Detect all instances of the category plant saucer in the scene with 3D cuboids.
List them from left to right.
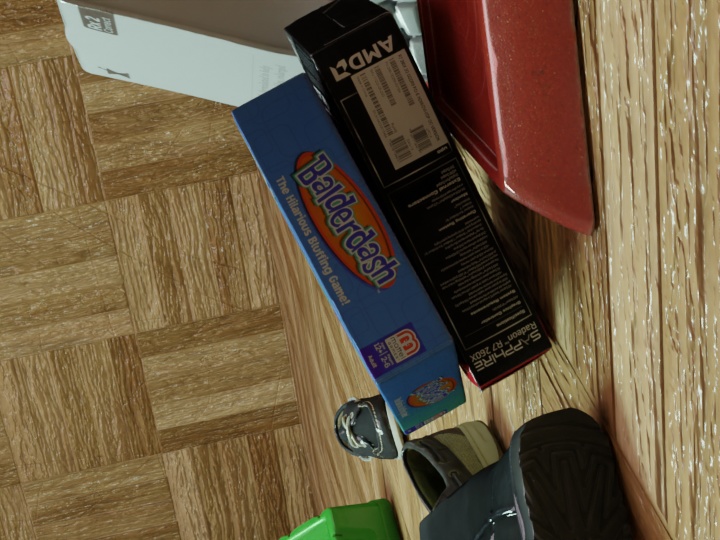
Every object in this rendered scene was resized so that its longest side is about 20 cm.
[{"bbox_3d":[0.056,-0.134,0.729,0.200,0.037,0.201,-119,18,-69],"label":"plant saucer"}]

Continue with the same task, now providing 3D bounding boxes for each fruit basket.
[{"bbox_3d":[0.009,0.388,1.824,0.215,0.155,0.216,35,-145,-29],"label":"fruit basket"}]

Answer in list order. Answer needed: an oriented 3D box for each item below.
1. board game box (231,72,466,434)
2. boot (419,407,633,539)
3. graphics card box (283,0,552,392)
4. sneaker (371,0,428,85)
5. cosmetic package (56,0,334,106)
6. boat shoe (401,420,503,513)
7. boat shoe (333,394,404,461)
[{"bbox_3d":[0.000,0.000,0.815,0.153,0.045,0.200,61,178,13],"label":"board game box"},{"bbox_3d":[0.079,0.176,0.783,0.200,0.065,0.166,123,150,-63],"label":"boot"},{"bbox_3d":[0.029,-0.047,0.831,0.201,0.051,0.126,61,180,-17],"label":"graphics card box"},{"bbox_3d":[0.027,-0.145,0.926,0.082,0.077,0.201,-68,-21,-47],"label":"sneaker"},{"bbox_3d":[-0.087,-0.223,0.991,0.165,0.164,0.201,117,165,-82],"label":"cosmetic package"},{"bbox_3d":[0.072,0.163,0.971,0.201,0.066,0.072,-114,17,-62],"label":"boat shoe"},{"bbox_3d":[0.006,0.163,1.615,0.200,0.060,0.074,165,95,-84],"label":"boat shoe"}]
